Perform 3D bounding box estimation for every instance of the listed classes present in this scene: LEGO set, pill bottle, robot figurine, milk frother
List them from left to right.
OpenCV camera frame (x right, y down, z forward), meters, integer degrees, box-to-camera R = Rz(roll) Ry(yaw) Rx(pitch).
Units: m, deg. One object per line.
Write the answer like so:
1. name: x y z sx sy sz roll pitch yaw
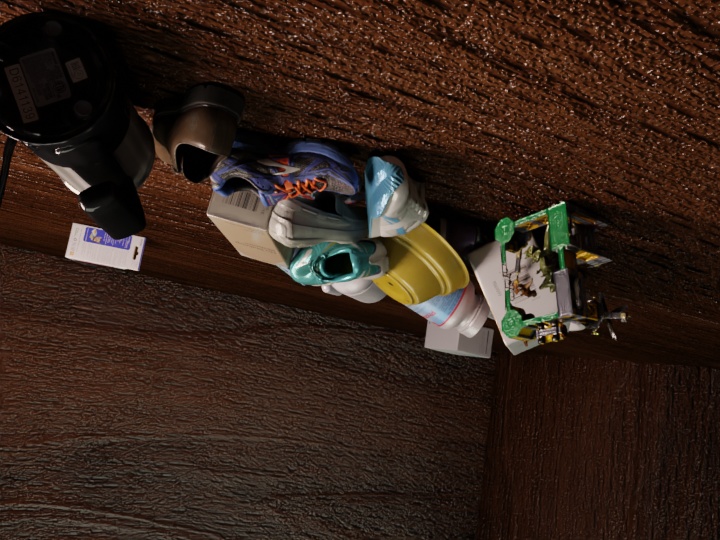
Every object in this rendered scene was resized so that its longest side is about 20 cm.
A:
1. milk frother: -0.319 -0.117 0.565 0.194 0.186 0.188 -5 172 -10
2. robot figurine: 0.000 0.000 1.175 0.168 0.115 0.199 -35 155 14
3. pill bottle: 0.149 0.042 1.107 0.197 0.110 0.109 32 168 -5
4. LEGO set: 0.271 0.008 0.780 0.114 0.205 0.153 13 150 -33

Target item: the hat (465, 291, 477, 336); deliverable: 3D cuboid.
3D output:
1. hat: 0.206 0.041 1.256 0.080 0.203 0.200 -36 158 9

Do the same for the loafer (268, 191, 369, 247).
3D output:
1. loafer: -0.043 -0.078 0.801 0.069 0.071 0.198 29 -156 29

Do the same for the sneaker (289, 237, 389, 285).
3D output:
1. sneaker: -0.048 -0.014 0.876 0.197 0.080 0.079 -9 -175 45

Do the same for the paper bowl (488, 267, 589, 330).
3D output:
1. paper bowl: 0.351 0.052 1.142 0.195 0.107 0.201 10 171 2

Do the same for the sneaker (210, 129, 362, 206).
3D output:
1. sneaker: -0.093 -0.112 0.699 0.195 0.080 0.076 8 160 10

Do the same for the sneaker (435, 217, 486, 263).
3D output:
1. sneaker: 0.166 -0.030 0.968 0.085 0.078 0.200 3 170 5

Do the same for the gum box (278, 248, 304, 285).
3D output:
1. gum box: -0.173 -0.052 1.069 0.168 0.045 0.200 36 174 9

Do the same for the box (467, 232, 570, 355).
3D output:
1. box: 0.261 0.041 0.936 0.104 0.155 0.200 -25 160 12

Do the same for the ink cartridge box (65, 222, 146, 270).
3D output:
1. ink cartridge box: -0.700 -0.063 1.584 0.195 0.097 0.037 11 171 -9

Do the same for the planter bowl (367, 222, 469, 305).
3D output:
1. planter bowl: 0.068 -0.006 0.908 0.199 0.084 0.201 37 165 11

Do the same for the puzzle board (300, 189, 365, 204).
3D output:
1. puzzle board: -0.103 -0.127 0.845 0.197 0.018 0.149 17 168 -37

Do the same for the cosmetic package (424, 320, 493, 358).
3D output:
1. cosmetic package: 0.401 0.277 2.343 0.197 0.126 0.198 17 168 -32

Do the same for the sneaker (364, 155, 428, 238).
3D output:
1. sneaker: 0.048 -0.096 0.734 0.079 0.079 0.200 -6 172 -2

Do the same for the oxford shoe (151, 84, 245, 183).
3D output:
1. oxford shoe: -0.200 -0.142 0.656 0.071 0.087 0.198 13 172 -31

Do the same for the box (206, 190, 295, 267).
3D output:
1. box: -0.151 -0.075 0.860 0.093 0.080 0.200 14 167 6
